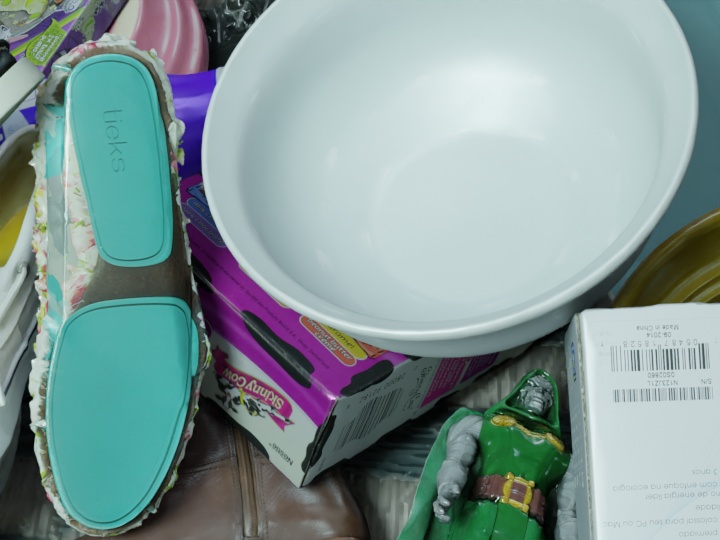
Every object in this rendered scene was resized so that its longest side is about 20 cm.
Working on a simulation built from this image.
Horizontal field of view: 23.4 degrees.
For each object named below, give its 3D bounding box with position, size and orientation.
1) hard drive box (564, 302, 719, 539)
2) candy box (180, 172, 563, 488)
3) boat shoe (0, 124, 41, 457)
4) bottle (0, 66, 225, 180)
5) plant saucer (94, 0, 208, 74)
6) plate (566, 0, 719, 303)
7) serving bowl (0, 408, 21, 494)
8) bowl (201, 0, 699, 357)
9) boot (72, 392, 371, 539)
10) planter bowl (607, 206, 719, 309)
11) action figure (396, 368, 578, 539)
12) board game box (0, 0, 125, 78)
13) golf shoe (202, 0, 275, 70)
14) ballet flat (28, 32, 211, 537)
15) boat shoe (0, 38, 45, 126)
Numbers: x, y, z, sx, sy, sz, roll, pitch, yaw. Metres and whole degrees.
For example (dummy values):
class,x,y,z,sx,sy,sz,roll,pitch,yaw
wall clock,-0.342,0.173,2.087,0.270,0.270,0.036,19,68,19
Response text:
class,x,y,z,sx,sy,sz,roll,pitch,yaw
hard drive box,0.161,0.114,0.657,0.155,0.077,0.201,-2,80,3
candy box,0.000,0.000,0.803,0.136,0.061,0.200,42,43,22
boat shoe,-0.168,0.012,0.711,0.074,0.086,0.202,2,45,30
bottle,-0.143,-0.050,0.830,0.199,0.084,0.065,-14,17,5
plant saucer,-0.183,-0.112,0.927,0.200,0.051,0.201,-7,51,9
plate,0.153,-0.067,0.838,0.026,0.200,0.200,5,39,44
serving bowl,-0.245,0.082,0.761,0.199,0.066,0.200,1,46,-1
bowl,0.042,-0.040,0.719,0.200,0.090,0.202,-7,57,10
boot,-0.096,0.071,0.774,0.186,0.064,0.200,0,49,-19
planter bowl,0.190,0.071,0.744,0.200,0.083,0.201,0,80,2
action figure,0.057,0.118,0.733,0.118,0.055,0.200,24,45,-6
board game box,-0.167,-0.176,0.922,0.120,0.032,0.200,12,58,27
golf shoe,-0.009,-0.110,0.951,0.200,0.094,0.078,-5,74,25
ballet flat,-0.100,0.005,0.710,0.075,0.064,0.201,2,90,-14
boat shoe,-0.202,-0.055,0.718,0.066,0.199,0.075,46,57,-13
